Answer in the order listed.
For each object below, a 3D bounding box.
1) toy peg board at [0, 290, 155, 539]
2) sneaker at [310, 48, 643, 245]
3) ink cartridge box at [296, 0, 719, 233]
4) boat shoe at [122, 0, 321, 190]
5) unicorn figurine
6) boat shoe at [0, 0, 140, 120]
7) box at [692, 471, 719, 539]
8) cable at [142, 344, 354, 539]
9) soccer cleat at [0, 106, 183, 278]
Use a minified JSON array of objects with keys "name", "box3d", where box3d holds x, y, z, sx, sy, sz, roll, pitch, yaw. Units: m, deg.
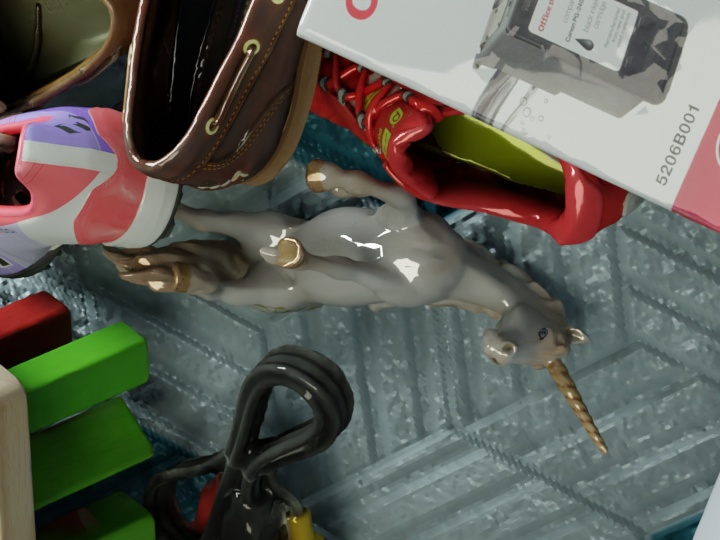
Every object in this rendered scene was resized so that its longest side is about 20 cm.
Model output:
[{"name":"toy peg board","box3d":[-0.177,0.082,1.287,0.199,0.098,0.201,33,133,41]},{"name":"sneaker","box3d":[0.020,-0.071,1.103,0.199,0.085,0.077,23,126,13]},{"name":"ink cartridge box","box3d":[0.095,-0.111,1.013,0.199,0.083,0.146,25,102,11]},{"name":"boat shoe","box3d":[-0.044,-0.129,1.065,0.070,0.070,0.201,14,97,37]},{"name":"unicorn figurine","box3d":[0.000,0.000,1.155,0.199,0.137,0.074,19,88,42]},{"name":"boat shoe","box3d":[-0.159,-0.096,1.184,0.199,0.074,0.076,-24,106,35]},{"name":"box","box3d":[0.202,0.151,1.067,0.104,0.184,0.201,2,127,-19]},{"name":"cable","box3d":[-0.044,0.083,1.234,0.097,0.050,0.201,34,140,19]},{"name":"soccer cleat","box3d":[-0.144,-0.037,1.174,0.073,0.069,0.200,13,171,-29]}]
